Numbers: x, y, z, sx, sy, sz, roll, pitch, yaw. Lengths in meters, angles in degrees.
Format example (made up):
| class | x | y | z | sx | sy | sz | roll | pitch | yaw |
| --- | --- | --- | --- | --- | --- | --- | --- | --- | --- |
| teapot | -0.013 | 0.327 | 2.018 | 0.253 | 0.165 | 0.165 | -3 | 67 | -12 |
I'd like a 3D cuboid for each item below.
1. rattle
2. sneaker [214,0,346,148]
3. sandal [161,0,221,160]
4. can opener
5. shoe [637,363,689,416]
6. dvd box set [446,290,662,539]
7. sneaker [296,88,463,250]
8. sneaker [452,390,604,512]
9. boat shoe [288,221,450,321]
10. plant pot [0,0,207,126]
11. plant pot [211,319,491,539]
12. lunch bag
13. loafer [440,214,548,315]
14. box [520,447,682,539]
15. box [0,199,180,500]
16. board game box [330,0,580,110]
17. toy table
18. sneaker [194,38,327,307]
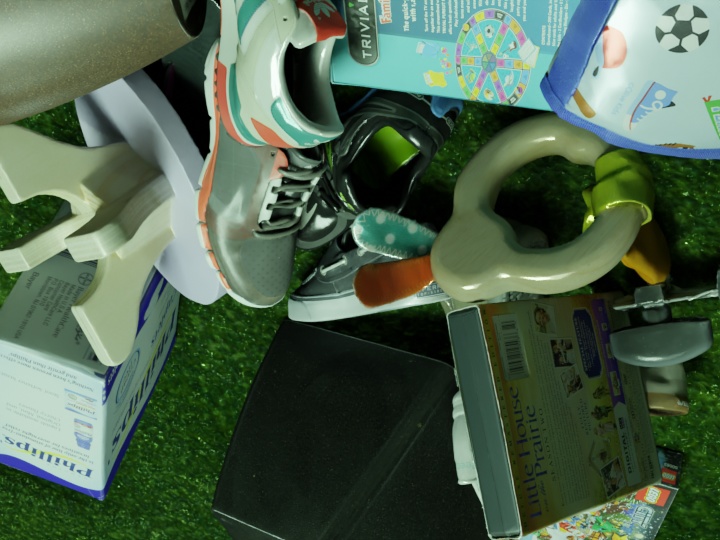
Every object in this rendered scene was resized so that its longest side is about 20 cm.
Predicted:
| class | x | y | z | sx | sy | sz | roll | pitch | yaw |
| --- | --- | --- | --- | --- | --- | --- | --- | --- | --- |
| rattle | 0.101 | -0.012 | 0.770 | 0.198 | 0.131 | 0.143 | -33 | 162 | 5 |
| sneaker | -0.045 | -0.168 | 0.668 | 0.092 | 0.070 | 0.204 | 14 | 116 | 44 |
| sandal | -0.119 | -0.117 | 0.832 | 0.074 | 0.048 | 0.202 | 10 | 138 | 15 |
| can opener | 0.269 | 0.021 | 0.791 | 0.197 | 0.052 | 0.068 | -13 | 90 | 31 |
| shoe | 0.177 | 0.096 | 0.934 | 0.198 | 0.055 | 0.069 | -11 | 165 | 42 |
| dvd box set | 0.140 | 0.092 | 0.790 | 0.029 | 0.149 | 0.198 | -16 | 172 | 39 |
| sneaker | -0.006 | -0.069 | 0.804 | 0.070 | 0.084 | 0.199 | 36 | 140 | -16 |
| sneaker | 0.134 | 0.173 | 0.923 | 0.074 | 0.090 | 0.199 | -16 | 142 | 40 |
| boat shoe | 0.000 | 0.000 | 0.894 | 0.071 | 0.069 | 0.199 | -8 | 178 | -29 |
| plant pot | -0.203 | -0.182 | 0.720 | 0.196 | 0.189 | 0.189 | -4 | 136 | 9 |
| plant pot | -0.007 | 0.191 | 0.983 | 0.198 | 0.178 | 0.201 | 11 | 143 | 39 |
| lunch bag | 0.198 | -0.144 | 0.548 | 0.196 | 0.125 | 0.171 | -7 | 146 | -21 |
| loafer | 0.100 | 0.024 | 0.881 | 0.069 | 0.075 | 0.202 | 40 | 149 | 28 |
| box | 0.206 | 0.220 | 1.062 | 0.134 | 0.038 | 0.202 | 15 | 140 | 10 |
| box | -0.229 | 0.058 | 0.974 | 0.103 | 0.186 | 0.201 | 19 | 141 | 1 |
| board game box | 0.074 | -0.174 | 0.677 | 0.196 | 0.047 | 0.153 | 10 | 139 | 15 |
| toy table | -0.186 | -0.043 | 0.831 | 0.202 | 0.117 | 0.183 | 57 | 146 | -6 |
| sneaker | -0.063 | -0.064 | 0.782 | 0.081 | 0.076 | 0.204 | 18 | 119 | 42 |
